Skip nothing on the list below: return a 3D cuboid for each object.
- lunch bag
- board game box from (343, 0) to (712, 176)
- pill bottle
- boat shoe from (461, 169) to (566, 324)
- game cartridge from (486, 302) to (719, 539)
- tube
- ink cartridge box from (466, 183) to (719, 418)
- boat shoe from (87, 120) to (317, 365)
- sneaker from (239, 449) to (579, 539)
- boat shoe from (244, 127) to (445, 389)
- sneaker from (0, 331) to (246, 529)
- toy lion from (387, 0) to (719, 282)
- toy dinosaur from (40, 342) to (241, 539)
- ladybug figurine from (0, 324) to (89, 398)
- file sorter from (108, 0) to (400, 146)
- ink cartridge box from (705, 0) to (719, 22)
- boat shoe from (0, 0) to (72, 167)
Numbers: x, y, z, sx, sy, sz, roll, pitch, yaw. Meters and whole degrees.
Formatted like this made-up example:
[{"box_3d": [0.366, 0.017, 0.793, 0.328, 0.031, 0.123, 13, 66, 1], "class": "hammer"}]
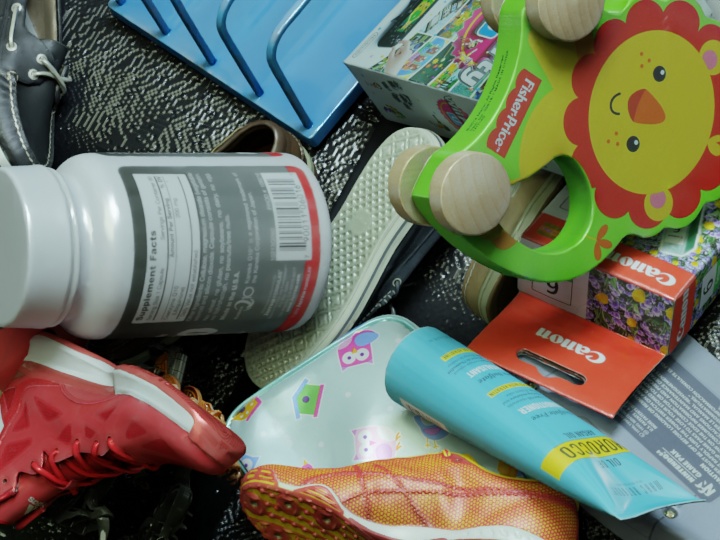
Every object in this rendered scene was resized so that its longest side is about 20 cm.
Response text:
[{"box_3d": [0.026, 0.135, 1.424, 0.160, 0.077, 0.200, -33, 63, -8], "class": "lunch bag"}, {"box_3d": [0.104, -0.149, 1.489, 0.148, 0.064, 0.200, -49, 35, -14], "class": "board game box"}, {"box_3d": [-0.129, -0.015, 1.424, 0.200, 0.114, 0.114, -2, 57, -30], "class": "pill bottle"}, {"box_3d": [0.109, -0.052, 1.496, 0.066, 0.074, 0.200, 17, 61, 26], "class": "boat shoe"}, {"box_3d": [0.173, 0.095, 1.394, 0.133, 0.042, 0.200, -30, 58, -28], "class": "game cartridge"}, {"box_3d": [0.098, 0.094, 1.328, 0.200, 0.077, 0.051, 30, 118, 39], "class": "tube"}, {"box_3d": [0.159, -0.004, 1.421, 0.109, 0.050, 0.200, 24, 46, 24], "class": "ink cartridge box"}, {"box_3d": [-0.119, -0.023, 1.540, 0.075, 0.075, 0.202, 37, 80, 27], "class": "boat shoe"}, {"box_3d": [0.029, 0.140, 1.349, 0.199, 0.073, 0.077, 9, 45, 8], "class": "sneaker"}, {"box_3d": [0.000, 0.000, 1.504, 0.200, 0.062, 0.075, -54, 49, 4], "class": "boat shoe"}, {"box_3d": [-0.155, 0.115, 1.365, 0.200, 0.078, 0.116, 16, 70, 52], "class": "sneaker"}, {"box_3d": [0.137, -0.080, 1.366, 0.069, 0.191, 0.200, 13, 73, 60], "class": "toy lion"}, {"box_3d": [-0.137, 0.107, 1.447, 0.102, 0.200, 0.136, 27, 80, -11], "class": "toy dinosaur"}, {"box_3d": [-0.235, 0.025, 1.480, 0.135, 0.072, 0.200, 25, 62, -12], "class": "ladybug figurine"}, {"box_3d": [-0.075, -0.210, 1.582, 0.200, 0.123, 0.139, 34, 79, 26], "class": "file sorter"}, {"box_3d": [0.313, -0.107, 1.433, 0.145, 0.085, 0.200, -13, 63, -12], "class": "ink cartridge box"}, {"box_3d": [-0.234, -0.149, 1.637, 0.060, 0.074, 0.200, -19, 54, 12], "class": "boat shoe"}]
